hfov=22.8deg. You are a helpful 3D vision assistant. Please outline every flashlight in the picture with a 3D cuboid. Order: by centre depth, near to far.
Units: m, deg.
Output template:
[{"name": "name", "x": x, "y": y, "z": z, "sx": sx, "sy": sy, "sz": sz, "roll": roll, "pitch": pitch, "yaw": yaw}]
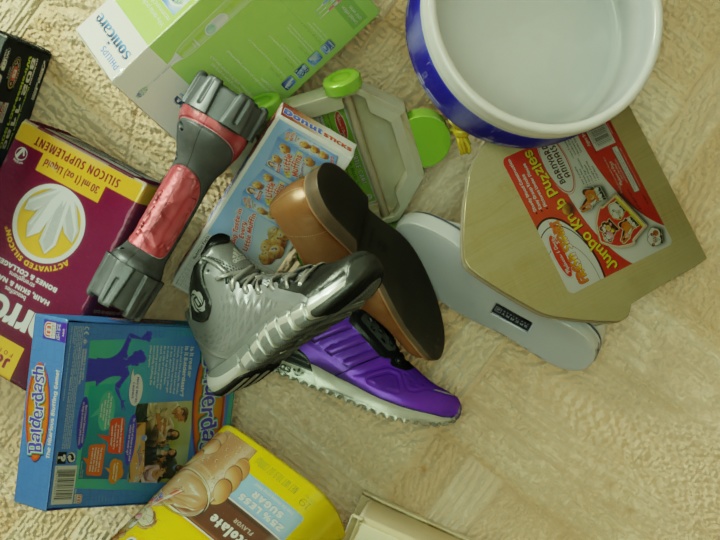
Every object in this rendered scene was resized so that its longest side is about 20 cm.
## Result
[{"name": "flashlight", "x": -0.149, "y": -0.057, "z": 1.419, "sx": 0.068, "sy": 0.068, "sz": 0.201, "roll": 31, "pitch": 88, "yaw": -33}]

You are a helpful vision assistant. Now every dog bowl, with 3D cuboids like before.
[{"name": "dog bowl", "x": 0.139, "y": -0.202, "z": 1.443, "sx": 0.199, "sy": 0.079, "sz": 0.202, "roll": 2, "pitch": 83, "yaw": -14}]

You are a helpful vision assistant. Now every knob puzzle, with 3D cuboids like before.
[{"name": "knob puzzle", "x": 0.165, "y": -0.044, "z": 1.481, "sx": 0.218, "sy": 0.030, "sz": 0.221, "roll": 4, "pitch": 76, "yaw": -16}]

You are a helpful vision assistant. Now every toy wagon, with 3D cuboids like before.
[{"name": "toy wagon", "x": -0.005, "y": -0.093, "z": 1.493, "sx": 0.199, "sy": 0.040, "sz": 0.156, "roll": -16, "pitch": 119, "yaw": 5}]

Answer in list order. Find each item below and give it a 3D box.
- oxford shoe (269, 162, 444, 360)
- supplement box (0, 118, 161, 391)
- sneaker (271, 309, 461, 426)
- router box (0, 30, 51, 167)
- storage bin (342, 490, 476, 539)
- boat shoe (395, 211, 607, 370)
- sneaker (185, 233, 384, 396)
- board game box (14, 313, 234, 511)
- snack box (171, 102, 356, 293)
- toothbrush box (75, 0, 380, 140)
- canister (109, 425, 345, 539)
[{"name": "oxford shoe", "x": 0.000, "y": 0.000, "z": 1.463, "sx": 0.071, "sy": 0.071, "sz": 0.200, "roll": -23, "pitch": 116, "yaw": 32}, {"name": "supplement box", "x": -0.257, "y": -0.007, "z": 1.507, "sx": 0.130, "sy": 0.103, "sz": 0.201, "roll": 26, "pitch": 93, "yaw": 14}, {"name": "sneaker", "x": 0.001, "y": 0.062, "z": 1.507, "sx": 0.199, "sy": 0.070, "sz": 0.100, "roll": 21, "pitch": 88, "yaw": 0}, {"name": "router box", "x": -0.334, "y": -0.107, "z": 1.498, "sx": 0.062, "sy": 0.150, "sz": 0.201, "roll": 20, "pitch": 93, "yaw": 3}, {"name": "storage bin", "x": 0.052, "y": 0.322, "z": 1.498, "sx": 0.199, "sy": 0.094, "sz": 0.200, "roll": 23, "pitch": 94, "yaw": 4}, {"name": "boat shoe", "x": 0.122, "y": 0.004, "z": 1.501, "sx": 0.199, "sy": 0.070, "sz": 0.071, "roll": 31, "pitch": 138, "yaw": 3}, {"name": "sneaker", "x": -0.077, "y": 0.009, "z": 1.423, "sx": 0.200, "sy": 0.075, "sz": 0.116, "roll": -37, "pitch": 77, "yaw": 34}, {"name": "board game box", "x": -0.188, "y": 0.116, "z": 1.470, "sx": 0.045, "sy": 0.199, "sz": 0.153, "roll": 8, "pitch": 91, "yaw": 40}, {"name": "snack box", "x": -0.083, "y": -0.045, "z": 1.484, "sx": 0.072, "sy": 0.024, "sz": 0.200, "roll": 30, "pitch": 123, "yaw": -9}, {"name": "toothbrush box", "x": -0.107, "y": -0.205, "z": 1.468, "sx": 0.200, "sy": 0.146, "sz": 0.086, "roll": -44, "pitch": 49, "yaw": 5}, {"name": "canister", "x": -0.127, "y": 0.236, "z": 1.431, "sx": 0.148, "sy": 0.087, "sz": 0.200, "roll": 32, "pitch": 65, "yaw": 32}]
